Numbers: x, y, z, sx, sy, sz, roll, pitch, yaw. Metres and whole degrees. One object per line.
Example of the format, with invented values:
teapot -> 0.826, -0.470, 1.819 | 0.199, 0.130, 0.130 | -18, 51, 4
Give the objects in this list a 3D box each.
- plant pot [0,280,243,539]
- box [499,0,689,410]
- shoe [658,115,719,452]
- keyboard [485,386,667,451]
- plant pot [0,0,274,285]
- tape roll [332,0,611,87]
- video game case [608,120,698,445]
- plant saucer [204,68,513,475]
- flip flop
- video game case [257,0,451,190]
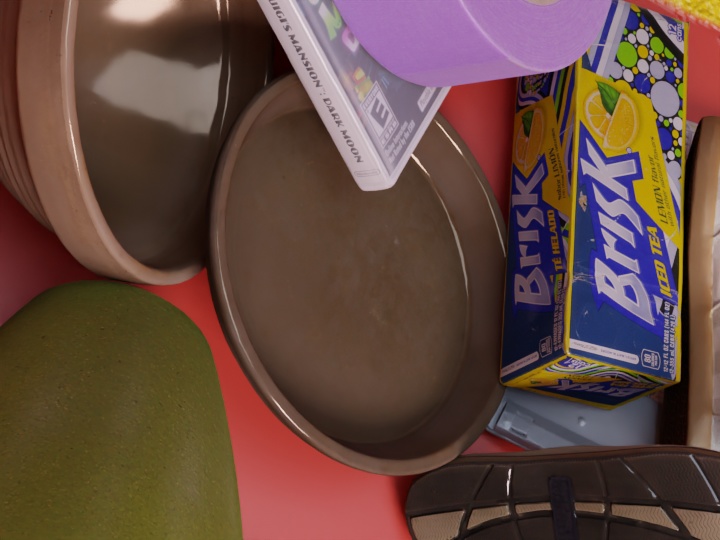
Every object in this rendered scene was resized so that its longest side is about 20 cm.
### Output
plant pot -> -0.123, 0.106, 0.765 | 0.187, 0.187, 0.200 | 28, 41, -15
box -> 0.119, -0.036, 0.937 | 0.070, 0.064, 0.200 | 14, 66, -23
shoe -> 0.183, 0.019, 0.933 | 0.053, 0.070, 0.200 | 6, 74, -2
keyboard -> 0.163, 0.100, 0.934 | 0.200, 0.011, 0.056 | 26, 60, 7
plant pot -> -0.119, -0.097, 0.827 | 0.093, 0.201, 0.201 | 6, 74, 21
tape roll -> 0.050, -0.189, 0.867 | 0.200, 0.066, 0.200 | 11, 77, -55
video game case -> 0.224, 0.035, 1.004 | 0.182, 0.023, 0.200 | 16, 74, -19
plant saucer -> 0.000, 0.000, 0.884 | 0.200, 0.029, 0.200 | 15, 67, -40
flip flop -> 0.119, 0.118, 0.879 | 0.058, 0.200, 0.081 | -17, 104, -62
video game case -> 0.009, -0.170, 0.880 | 0.182, 0.023, 0.200 | 60, 43, -32
